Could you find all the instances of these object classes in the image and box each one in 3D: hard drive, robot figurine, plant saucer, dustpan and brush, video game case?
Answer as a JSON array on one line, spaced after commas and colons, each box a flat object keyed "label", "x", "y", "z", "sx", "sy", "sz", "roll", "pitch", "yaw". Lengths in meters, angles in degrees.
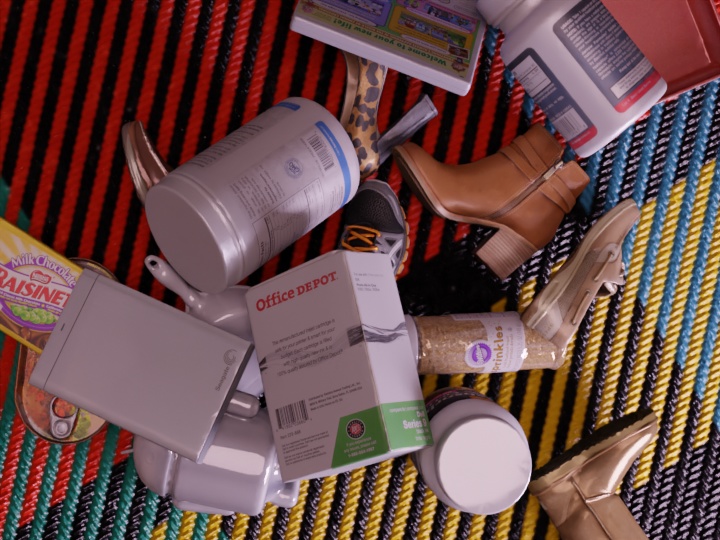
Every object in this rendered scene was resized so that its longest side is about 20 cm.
[{"label": "hard drive", "x": -0.225, "y": 0.096, "z": 1.227, "sx": 0.198, "sy": 0.027, "sz": 0.133, "roll": 23, "pitch": 79, "yaw": 10}, {"label": "robot figurine", "x": -0.157, "y": 0.194, "z": 1.277, "sx": 0.197, "sy": 0.113, "sz": 0.171, "roll": 13, "pitch": 116, "yaw": -4}, {"label": "plant saucer", "x": 0.297, "y": -0.280, "z": 1.347, "sx": 0.198, "sy": 0.037, "sz": 0.202, "roll": -22, "pitch": 91, "yaw": -4}, {"label": "dustpan and brush", "x": -0.157, "y": 0.052, "z": 1.282, "sx": 0.139, "sy": 0.057, "sz": 0.200, "roll": -42, "pitch": 130, "yaw": 6}, {"label": "video game case", "x": 0.040, "y": -0.287, "z": 1.287, "sx": 0.198, "sy": 0.022, "sz": 0.183, "roll": 20, "pitch": 51, "yaw": -4}]

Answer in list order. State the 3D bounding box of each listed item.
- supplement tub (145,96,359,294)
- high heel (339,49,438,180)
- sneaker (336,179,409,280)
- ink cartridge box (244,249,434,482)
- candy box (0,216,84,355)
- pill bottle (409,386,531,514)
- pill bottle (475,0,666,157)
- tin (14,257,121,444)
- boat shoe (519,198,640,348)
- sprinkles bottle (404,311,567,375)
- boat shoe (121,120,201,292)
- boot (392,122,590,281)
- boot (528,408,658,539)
[{"label": "supplement tub", "x": -0.109, "y": -0.081, "z": 1.238, "sx": 0.199, "sy": 0.132, "sz": 0.133, "roll": -37, "pitch": 92, "yaw": -31}, {"label": "high heel", "x": -0.026, "y": -0.203, "z": 1.309, "sx": 0.142, "sy": 0.071, "sz": 0.201, "roll": -40, "pitch": 96, "yaw": -3}, {"label": "sneaker", "x": 0.000, "y": 0.000, "z": 1.296, "sx": 0.077, "sy": 0.077, "sz": 0.203, "roll": 8, "pitch": 88, "yaw": 24}, {"label": "ink cartridge box", "x": -0.023, "y": 0.096, "z": 1.197, "sx": 0.145, "sy": 0.084, "sz": 0.202, "roll": -21, "pitch": 75, "yaw": 36}, {"label": "candy box", "x": -0.328, "y": 0.037, "z": 1.274, "sx": 0.199, "sy": 0.026, "sz": 0.103, "roll": 32, "pitch": 83, "yaw": -3}, {"label": "pill bottle", "x": 0.113, "y": 0.188, "z": 1.251, "sx": 0.115, "sy": 0.200, "sz": 0.118, "roll": 0, "pitch": 90, "yaw": -4}, {"label": "pill bottle", "x": 0.218, "y": -0.233, "z": 1.265, "sx": 0.119, "sy": 0.120, "sz": 0.201, "roll": -39, "pitch": 92, "yaw": -3}, {"label": "tin", "x": -0.313, "y": 0.087, "z": 1.305, "sx": 0.110, "sy": 0.042, "sz": 0.203, "roll": 7, "pitch": 88, "yaw": 0}, {"label": "boat shoe", "x": 0.253, "y": 0.003, "z": 1.305, "sx": 0.064, "sy": 0.071, "sz": 0.200, "roll": 39, "pitch": 67, "yaw": 9}, {"label": "sprinkles bottle", "x": 0.123, "y": 0.079, "z": 1.305, "sx": 0.197, "sy": 0.068, "sz": 0.069, "roll": -2, "pitch": 90, "yaw": -12}, {"label": "boat shoe", "x": -0.199, "y": -0.073, "z": 1.300, "sx": 0.071, "sy": 0.076, "sz": 0.202, "roll": -24, "pitch": 100, "yaw": -7}, {"label": "boot", "x": 0.146, "y": -0.108, "z": 1.314, "sx": 0.200, "sy": 0.077, "sz": 0.155, "roll": 44, "pitch": 89, "yaw": -5}, {"label": "boot", "x": 0.300, "y": 0.278, "z": 1.334, "sx": 0.174, "sy": 0.066, "sz": 0.201, "roll": -32, "pitch": 91, "yaw": 9}]
